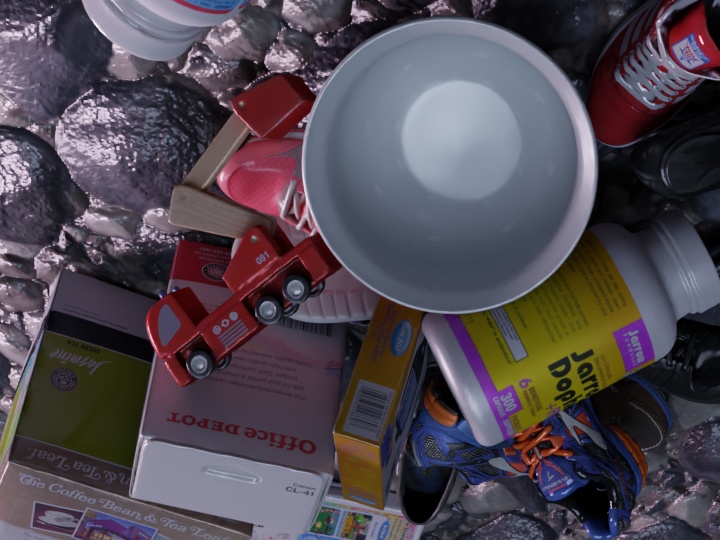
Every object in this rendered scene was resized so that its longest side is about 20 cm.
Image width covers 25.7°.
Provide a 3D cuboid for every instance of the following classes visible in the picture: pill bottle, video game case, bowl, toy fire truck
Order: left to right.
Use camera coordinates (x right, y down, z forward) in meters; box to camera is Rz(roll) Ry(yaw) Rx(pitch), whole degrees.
[{"bbox_3d":[-0.091,-0.222,0.959,0.108,0.110,0.200,28,133,-21],"label":"pill bottle"},{"bbox_3d":[-0.088,-0.028,1.118,0.199,0.049,0.142,-37,86,14],"label":"toy fire truck"},{"bbox_3d":[-0.042,0.270,1.535,0.179,0.024,0.201,11,136,-5],"label":"video game case"},{"bbox_3d":[0.065,-0.080,1.077,0.198,0.090,0.204,4,109,10],"label":"bowl"},{"bbox_3d":[0.149,0.034,1.105,0.198,0.105,0.105,-28,132,0],"label":"pill bottle"}]

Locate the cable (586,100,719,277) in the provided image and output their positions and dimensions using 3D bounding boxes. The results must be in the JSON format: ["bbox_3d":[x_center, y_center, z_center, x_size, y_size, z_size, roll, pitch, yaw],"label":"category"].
[{"bbox_3d":[0.225,-0.051,1.141,0.198,0.051,0.164,17,136,-10],"label":"cable"}]

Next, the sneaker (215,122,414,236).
[{"bbox_3d":[-0.011,-0.045,1.151,0.197,0.087,0.074,13,136,-6],"label":"sneaker"}]

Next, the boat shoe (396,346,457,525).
[{"bbox_3d":[0.066,0.146,1.364,0.068,0.057,0.201,6,137,1],"label":"boat shoe"}]

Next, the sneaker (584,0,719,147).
[{"bbox_3d":[0.199,-0.133,1.003,0.071,0.113,0.200,36,130,-4],"label":"sneaker"}]

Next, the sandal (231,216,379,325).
[{"bbox_3d":[-0.001,0.007,1.222,0.200,0.084,0.050,6,164,2],"label":"sandal"}]

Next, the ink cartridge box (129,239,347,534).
[{"bbox_3d":[-0.090,0.086,1.216,0.146,0.202,0.086,13,138,-6],"label":"ink cartridge box"}]

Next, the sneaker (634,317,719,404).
[{"bbox_3d":[0.198,0.048,1.193,0.198,0.061,0.104,17,176,40],"label":"sneaker"}]

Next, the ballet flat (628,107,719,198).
[{"bbox_3d":[0.273,-0.097,1.057,0.197,0.057,0.067,-14,113,-16],"label":"ballet flat"}]

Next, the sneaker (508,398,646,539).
[{"bbox_3d":[0.151,0.132,1.208,0.200,0.079,0.075,40,130,-23],"label":"sneaker"}]

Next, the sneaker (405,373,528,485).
[{"bbox_3d":[0.115,0.142,1.315,0.198,0.076,0.079,20,122,-34],"label":"sneaker"}]

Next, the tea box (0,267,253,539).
[{"bbox_3d":[-0.187,0.139,1.287,0.198,0.198,0.134,20,136,-13],"label":"tea box"}]

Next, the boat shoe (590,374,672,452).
[{"bbox_3d":[0.179,0.107,1.297,0.199,0.073,0.072,31,132,-24],"label":"boat shoe"}]

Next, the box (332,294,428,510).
[{"bbox_3d":[0.018,0.103,1.194,0.041,0.120,0.200,15,159,10],"label":"box"}]
